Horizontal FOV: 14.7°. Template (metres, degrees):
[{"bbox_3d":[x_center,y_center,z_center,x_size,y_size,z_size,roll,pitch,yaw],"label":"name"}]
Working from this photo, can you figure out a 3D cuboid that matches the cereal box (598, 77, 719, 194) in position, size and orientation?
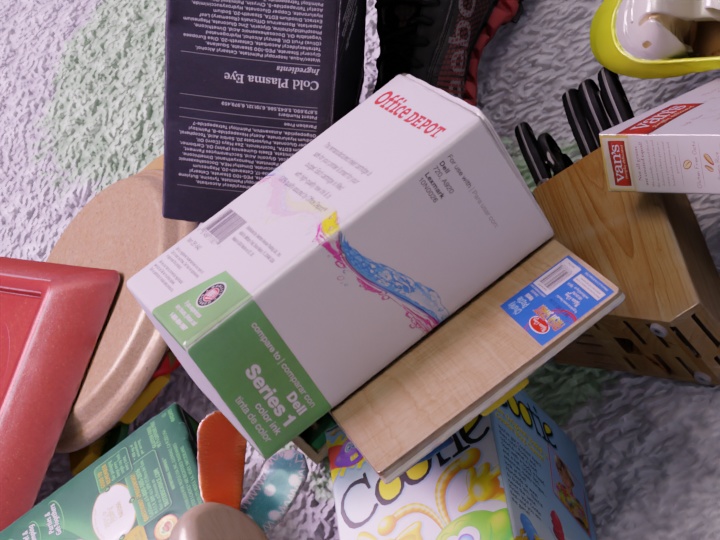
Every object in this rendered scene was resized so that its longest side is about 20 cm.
[{"bbox_3d":[0.245,-0.075,1.464,0.199,0.040,0.144,4,21,44],"label":"cereal box"}]

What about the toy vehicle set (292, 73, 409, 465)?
[{"bbox_3d":[0.000,0.000,1.616,0.200,0.124,0.027,-47,29,-2],"label":"toy vehicle set"}]

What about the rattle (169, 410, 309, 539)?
[{"bbox_3d":[-0.079,0.200,1.534,0.143,0.130,0.200,109,147,-44],"label":"rattle"}]

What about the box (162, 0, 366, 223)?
[{"bbox_3d":[-0.053,-0.151,1.669,0.104,0.183,0.200,5,31,4],"label":"box"}]

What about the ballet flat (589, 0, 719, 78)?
[{"bbox_3d":[0.195,-0.142,1.532,0.199,0.067,0.067,3,85,41],"label":"ballet flat"}]

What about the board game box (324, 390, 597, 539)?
[{"bbox_3d":[0.059,0.157,1.430,0.103,0.105,0.200,-30,39,19],"label":"board game box"}]

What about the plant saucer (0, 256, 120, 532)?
[{"bbox_3d":[-0.245,0.081,1.784,0.200,0.037,0.200,6,72,60],"label":"plant saucer"}]

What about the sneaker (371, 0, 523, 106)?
[{"bbox_3d":[0.039,-0.144,1.739,0.071,0.098,0.201,1,58,42],"label":"sneaker"}]

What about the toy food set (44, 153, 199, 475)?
[{"bbox_3d":[-0.157,0.027,1.772,0.198,0.049,0.200,-47,34,27],"label":"toy food set"}]

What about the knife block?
[{"bbox_3d":[0.155,-0.032,1.550,0.200,0.064,0.176,7,61,47],"label":"knife block"}]

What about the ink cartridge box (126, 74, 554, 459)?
[{"bbox_3d":[-0.013,-0.007,1.509,0.200,0.084,0.145,-38,21,-6],"label":"ink cartridge box"}]

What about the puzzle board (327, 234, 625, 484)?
[{"bbox_3d":[0.050,0.038,1.453,0.150,0.017,0.200,-37,18,-3],"label":"puzzle board"}]

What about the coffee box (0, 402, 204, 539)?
[{"bbox_3d":[-0.161,0.179,1.629,0.200,0.044,0.123,-37,37,8],"label":"coffee box"}]
